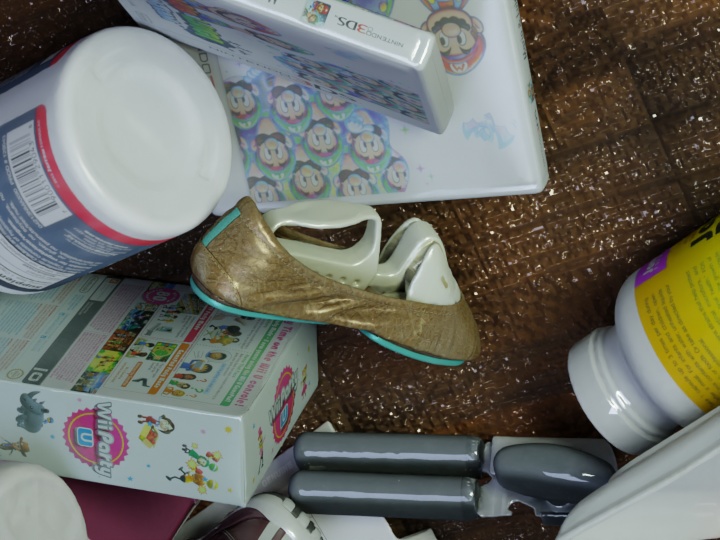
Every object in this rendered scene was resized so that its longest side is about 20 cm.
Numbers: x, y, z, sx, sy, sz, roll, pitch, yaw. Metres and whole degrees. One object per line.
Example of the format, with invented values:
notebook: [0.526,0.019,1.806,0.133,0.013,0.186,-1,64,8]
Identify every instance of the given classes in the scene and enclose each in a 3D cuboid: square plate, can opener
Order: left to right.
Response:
can opener: [0.055,0.115,1.533,0.200,0.053,0.067,-1,147,14]
square plate: [0.224,0.094,1.421,0.200,0.198,0.028,-36,68,29]

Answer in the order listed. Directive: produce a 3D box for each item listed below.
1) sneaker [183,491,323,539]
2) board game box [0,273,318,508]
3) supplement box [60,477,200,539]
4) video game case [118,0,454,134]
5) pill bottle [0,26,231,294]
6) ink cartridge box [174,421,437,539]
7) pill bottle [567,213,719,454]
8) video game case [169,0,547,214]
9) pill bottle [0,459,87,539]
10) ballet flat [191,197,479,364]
sneaker: [-0.112,0.214,1.562,0.076,0.116,0.200,42,130,-3]
board game box: [-0.140,0.062,1.520,0.200,0.148,0.064,7,118,14]
supplement box: [-0.215,0.176,1.613,0.200,0.131,0.103,-33,102,28]
video game case: [-0.044,-0.123,1.334,0.182,0.200,0.024,20,86,7]
pill bottle: [-0.177,-0.052,1.472,0.200,0.120,0.120,-20,111,45]
ink cartridge box: [-0.035,0.214,1.629,0.200,0.045,0.176,-36,77,29]
pill bottle: [0.210,0.021,1.416,0.200,0.104,0.104,-36,102,29]
video game case: [-0.008,-0.122,1.446,0.200,0.024,0.182,-4,116,19]
pill bottle: [-0.263,0.160,1.486,0.200,0.112,0.112,0,117,32]
ballet flat: [0.000,0.000,1.443,0.200,0.068,0.072,16,113,-33]
